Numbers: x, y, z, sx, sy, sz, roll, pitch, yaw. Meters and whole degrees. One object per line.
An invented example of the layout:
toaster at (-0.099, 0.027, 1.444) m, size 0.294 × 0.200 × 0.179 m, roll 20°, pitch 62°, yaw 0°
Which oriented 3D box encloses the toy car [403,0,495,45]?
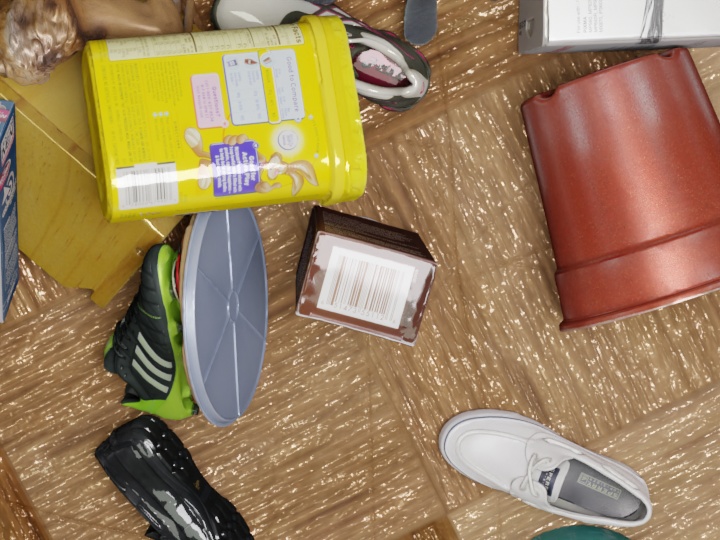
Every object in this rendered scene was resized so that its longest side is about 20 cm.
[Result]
toy car at (0.054, -0.298, 1.252) m, size 0.164 × 0.158 × 0.200 m, roll -31°, pitch 123°, yaw -10°

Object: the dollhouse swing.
dollhouse swing at (-0.223, -0.119, 1.296) m, size 0.200 × 0.176 × 0.182 m, roll 41°, pitch 135°, yaw -7°

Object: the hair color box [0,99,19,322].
hair color box at (-0.338, -0.053, 1.234) m, size 0.100 × 0.061 × 0.200 m, roll 9°, pitch 133°, yaw -2°

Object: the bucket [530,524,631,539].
bucket at (0.204, 0.330, 1.322) m, size 0.207 × 0.135 × 0.208 m, roll 0°, pitch 97°, yaw -2°

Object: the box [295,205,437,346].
box at (0.000, 0.000, 1.237) m, size 0.100 × 0.200 × 0.075 m, roll 15°, pitch 99°, yaw -4°

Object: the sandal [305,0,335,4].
sandal at (-0.096, -0.283, 1.265) m, size 0.200 × 0.043 × 0.076 m, roll 28°, pitch 132°, yaw 7°

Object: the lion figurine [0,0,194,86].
lion figurine at (-0.203, -0.205, 1.206) m, size 0.200 × 0.073 × 0.123 m, roll -5°, pitch 57°, yaw -22°

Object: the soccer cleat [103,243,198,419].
soccer cleat at (-0.180, 0.056, 1.265) m, size 0.081 × 0.068 × 0.200 m, roll 5°, pitch 135°, yaw 4°

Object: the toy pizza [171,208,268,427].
toy pizza at (-0.120, 0.029, 1.242) m, size 0.032 × 0.200 × 0.201 m, roll 0°, pitch 98°, yaw 14°

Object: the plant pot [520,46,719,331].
plant pot at (0.233, -0.072, 1.252) m, size 0.200 × 0.201 × 0.196 m, roll -18°, pitch 90°, yaw 0°

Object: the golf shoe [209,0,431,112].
golf shoe at (-0.032, -0.197, 1.268) m, size 0.200 × 0.088 × 0.077 m, roll 20°, pitch 98°, yaw -4°

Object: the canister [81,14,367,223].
canister at (-0.107, -0.117, 1.161) m, size 0.200 × 0.087 × 0.149 m, roll -7°, pitch 83°, yaw -15°

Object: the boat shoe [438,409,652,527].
boat shoe at (0.168, 0.178, 1.335) m, size 0.200 × 0.065 × 0.074 m, roll 15°, pitch 97°, yaw -4°

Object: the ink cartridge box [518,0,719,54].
ink cartridge box at (0.238, -0.227, 1.245) m, size 0.200 × 0.144 × 0.084 m, roll -3°, pitch 95°, yaw -2°

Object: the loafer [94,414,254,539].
loafer at (-0.159, 0.220, 1.332) m, size 0.070 × 0.068 × 0.201 m, roll -31°, pitch 102°, yaw 22°
